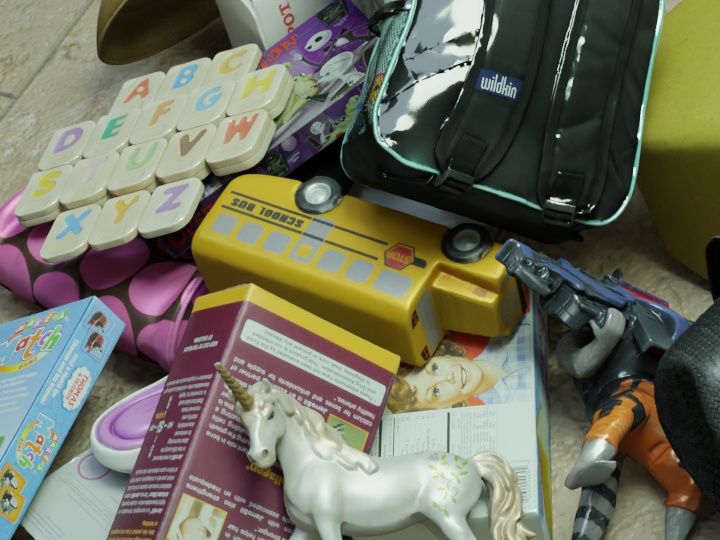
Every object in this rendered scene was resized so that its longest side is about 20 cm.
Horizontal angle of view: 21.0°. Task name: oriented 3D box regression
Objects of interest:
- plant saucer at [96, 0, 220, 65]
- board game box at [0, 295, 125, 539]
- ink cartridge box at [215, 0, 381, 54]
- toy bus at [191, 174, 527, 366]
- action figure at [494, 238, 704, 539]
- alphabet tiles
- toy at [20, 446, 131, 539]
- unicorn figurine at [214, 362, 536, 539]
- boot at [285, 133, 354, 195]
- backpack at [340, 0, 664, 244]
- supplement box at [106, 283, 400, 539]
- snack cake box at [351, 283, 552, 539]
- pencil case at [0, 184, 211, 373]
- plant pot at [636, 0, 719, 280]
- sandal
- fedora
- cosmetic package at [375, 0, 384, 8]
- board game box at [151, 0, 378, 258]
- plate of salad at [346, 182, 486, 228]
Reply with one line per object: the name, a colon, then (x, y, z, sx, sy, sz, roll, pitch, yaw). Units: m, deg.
plant saucer: (-0.123, -0.229, 1.449, 0.200, 0.200, 0.035, -35, 82, -14)
board game box: (-0.247, 0.115, 1.249, 0.151, 0.037, 0.200, -15, 41, 45)
ink cartridge box: (-0.003, -0.213, 1.427, 0.200, 0.147, 0.083, -34, 49, -14)
toy bus: (0.000, 0.000, 1.207, 0.200, 0.065, 0.078, 19, 59, 26)
action figure: (0.140, 0.069, 1.162, 0.105, 0.200, 0.194, -44, 27, 34)
alphabet tiles: (-0.141, -0.084, 1.305, 0.199, 0.015, 0.196, -13, 37, 28)
toy: (-0.107, 0.136, 1.227, 0.200, 0.047, 0.115, -37, 50, -23)
unicorn figurine: (0.000, 0.132, 1.084, 0.199, 0.074, 0.138, 5, 73, -25)
boot: (-0.016, -0.068, 1.314, 0.198, 0.073, 0.163, 23, 69, 45)
backpack: (0.087, -0.129, 1.178, 0.175, 0.153, 0.201, 16, 84, -12)
supplement box: (-0.069, 0.123, 1.136, 0.086, 0.110, 0.201, -14, 53, 62)
snack cake box: (0.057, 0.090, 1.206, 0.115, 0.067, 0.200, -6, 49, 12)
pencil case: (-0.169, -0.001, 1.336, 0.200, 0.091, 0.094, 23, 91, 30)
plant pot: (0.280, -0.087, 1.220, 0.199, 0.194, 0.196, -3, 49, 29)
sandal: (-0.086, 0.058, 1.232, 0.082, 0.050, 0.203, 22, 47, 38)
fedora: (0.223, 0.082, 1.077, 0.091, 0.201, 0.201, -31, 49, -10)
cosmetic package: (0.056, -0.206, 1.302, 0.103, 0.200, 0.073, -33, 41, 1)
board game box: (-0.067, -0.100, 1.308, 0.200, 0.032, 0.120, -37, 30, 0)
plate of salad: (0.073, -0.093, 1.370, 0.199, 0.048, 0.200, -17, 44, 17)
